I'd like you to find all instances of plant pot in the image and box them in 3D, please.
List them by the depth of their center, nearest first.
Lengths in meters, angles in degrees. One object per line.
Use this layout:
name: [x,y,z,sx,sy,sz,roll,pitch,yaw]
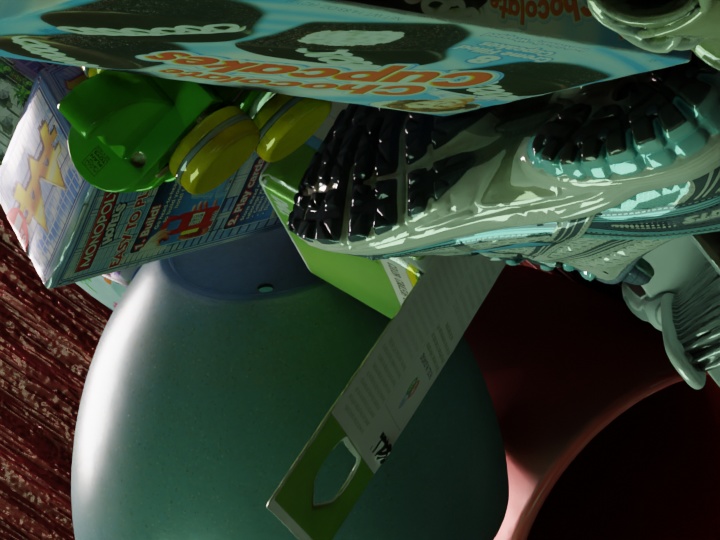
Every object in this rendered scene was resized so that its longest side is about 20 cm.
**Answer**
plant pot: [-0.037,0.047,1.192,0.200,0.200,0.135,26,133,42]
plant pot: [0.103,0.096,1.345,0.200,0.201,0.177,39,178,-41]

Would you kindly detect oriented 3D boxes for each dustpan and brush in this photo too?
dustpan and brush: [0.135,0.017,1.092,0.140,0.057,0.200,51,-169,-9]

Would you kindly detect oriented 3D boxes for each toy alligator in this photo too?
toy alligator: [-0.041,-0.061,0.891,0.059,0.054,0.200,48,-145,11]

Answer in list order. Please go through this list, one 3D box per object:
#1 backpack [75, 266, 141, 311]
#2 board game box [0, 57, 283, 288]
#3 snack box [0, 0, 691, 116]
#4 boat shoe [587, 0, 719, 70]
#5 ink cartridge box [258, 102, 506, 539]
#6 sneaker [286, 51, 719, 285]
backpack: [-0.074,-0.036,1.364,0.177,0.151,0.200,34,178,-42]
board game box: [-0.105,-0.075,1.118,0.200,0.062,0.200,34,-149,13]
snack box: [-0.013,-0.079,0.790,0.199,0.037,0.116,5,172,-39]
boat shoe: [0.078,-0.090,0.687,0.072,0.062,0.200,29,173,25]
ink cartridge box: [0.000,0.000,1.047,0.076,0.201,0.148,31,172,12]
sneaker: [0.059,-0.024,0.909,0.199,0.078,0.086,-8,139,45]
